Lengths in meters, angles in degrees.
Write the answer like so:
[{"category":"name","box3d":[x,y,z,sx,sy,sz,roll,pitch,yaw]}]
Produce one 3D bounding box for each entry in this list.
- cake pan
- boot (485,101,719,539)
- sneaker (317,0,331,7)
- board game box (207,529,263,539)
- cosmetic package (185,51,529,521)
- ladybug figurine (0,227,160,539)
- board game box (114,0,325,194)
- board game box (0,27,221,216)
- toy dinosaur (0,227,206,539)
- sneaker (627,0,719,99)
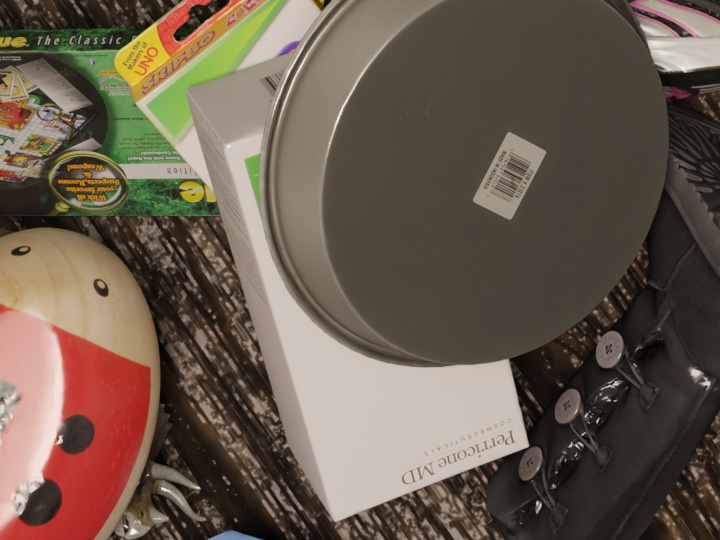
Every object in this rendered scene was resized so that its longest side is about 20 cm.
[{"category":"cake pan","box3d":[0.053,-0.046,1.010,0.199,0.037,0.202,-10,113,-24]},{"category":"boot","box3d":[0.127,0.038,1.114,0.065,0.165,0.201,19,118,-17]},{"category":"sneaker","box3d":[-0.012,-0.125,1.128,0.199,0.085,0.075,31,96,6]},{"category":"board game box","box3d":[-0.031,0.220,1.120,0.198,0.039,0.159,15,75,14]},{"category":"cosmetic package","box3d":[0.000,0.000,1.080,0.107,0.085,0.201,-21,117,-9]},{"category":"ladybug figurine","box3d":[-0.169,0.076,1.094,0.135,0.072,0.202,19,89,3]},{"category":"board game box","box3d":[-0.022,-0.055,1.112,0.095,0.030,0.200,-37,116,7]},{"category":"board game box","box3d":[-0.136,-0.072,1.149,0.198,0.024,0.105,1,128,7]},{"category":"toy dinosaur","box3d":[-0.152,0.043,1.168,0.101,0.077,0.202,-17,84,-4]},{"category":"sneaker","box3d":[0.124,-0.127,1.094,0.198,0.080,0.087,-5,86,-16]}]
